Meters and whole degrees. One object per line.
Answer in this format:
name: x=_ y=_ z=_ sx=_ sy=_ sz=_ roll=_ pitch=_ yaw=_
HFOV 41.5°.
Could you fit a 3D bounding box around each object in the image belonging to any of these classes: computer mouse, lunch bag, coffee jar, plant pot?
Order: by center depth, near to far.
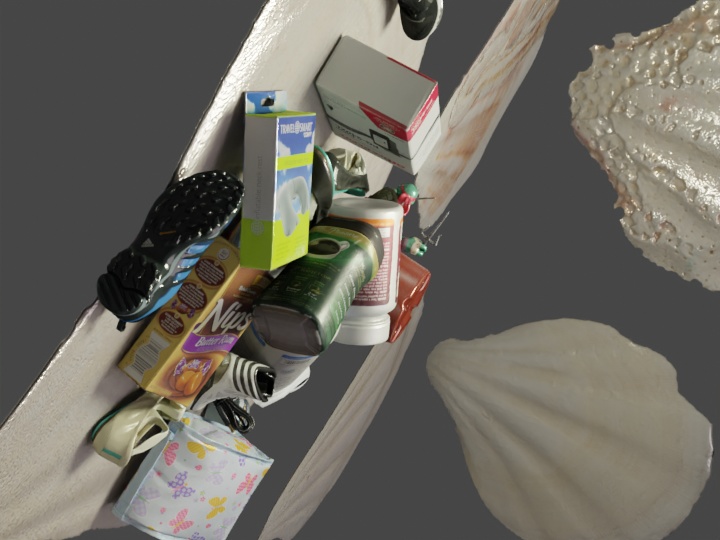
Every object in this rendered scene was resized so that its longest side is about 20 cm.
coffee jar: x=-0.049 y=0.014 z=1.217 sx=0.200 sy=0.104 sz=0.086 roll=-55 pitch=144 yaw=-41
lunch bag: x=-0.257 y=0.305 z=1.412 sx=0.170 sy=0.127 sz=0.200 roll=-60 pitch=144 yaw=-2
computer mouse: x=-0.150 y=0.172 z=1.498 sx=0.200 sy=0.110 sz=0.044 roll=-29 pitch=173 yaw=-43
plant pot: x=0.008 y=0.021 z=1.709 sx=0.201 sy=0.195 sz=0.201 roll=-57 pitch=168 yaw=-20

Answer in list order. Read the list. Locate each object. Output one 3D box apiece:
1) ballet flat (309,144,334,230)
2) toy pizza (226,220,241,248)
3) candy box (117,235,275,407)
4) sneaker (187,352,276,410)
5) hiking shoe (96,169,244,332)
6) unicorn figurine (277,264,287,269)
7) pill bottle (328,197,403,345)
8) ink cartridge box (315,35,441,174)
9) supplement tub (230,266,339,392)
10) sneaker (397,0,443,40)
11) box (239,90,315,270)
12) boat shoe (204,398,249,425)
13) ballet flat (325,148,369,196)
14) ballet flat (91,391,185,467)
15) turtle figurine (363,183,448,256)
ballet flat: x=-0.073 y=-0.090 z=1.267 sx=0.068 sy=0.068 sz=0.200 roll=-47 pitch=164 yaw=-20
toy pizza: x=-0.144 y=-0.045 z=1.294 sx=0.201 sy=0.032 sz=0.200 roll=-59 pitch=168 yaw=-20
candy box: x=-0.196 y=0.065 z=1.174 sx=0.200 sy=0.056 sz=0.117 roll=-55 pitch=157 yaw=-6
sneaker: x=-0.184 y=0.170 z=1.343 sx=0.201 sy=0.115 sz=0.076 roll=125 pitch=-16 yaw=-64
hiking shoe: x=-0.202 y=-0.027 z=1.015 sx=0.200 sy=0.074 sz=0.087 roll=-47 pitch=172 yaw=-19
unicorn figurine: x=-0.071 y=-0.020 z=1.468 sx=0.137 sy=0.200 sz=0.074 roll=-46 pitch=-164 yaw=18
pill bottle: x=0.000 y=0.000 z=1.389 sx=0.114 sy=0.114 sz=0.201 roll=-31 pitch=127 yaw=-68
ink cartridge box: x=0.030 y=-0.225 z=1.330 sx=0.084 sy=0.145 sz=0.200 roll=-60 pitch=169 yaw=-8
supplement tub: x=-0.118 y=0.090 z=1.375 sx=0.132 sy=0.132 sz=0.200 roll=-54 pitch=-176 yaw=-32
sneaker: x=0.066 y=-0.395 z=1.319 sx=0.087 sy=0.076 sz=0.200 roll=-38 pitch=155 yaw=-27
box: x=-0.098 y=-0.110 z=1.127 sx=0.122 sy=0.047 sz=0.201 roll=-30 pitch=126 yaw=-68
boat shoe: x=-0.243 y=0.293 z=1.573 sx=0.201 sy=0.071 sz=0.091 roll=-61 pitch=165 yaw=-10
ballet flat: x=-0.024 y=-0.150 z=1.453 sx=0.200 sy=0.068 sz=0.069 roll=-14 pitch=118 yaw=-76
ballet flat: x=-0.266 y=0.185 z=1.231 sx=0.200 sy=0.069 sz=0.070 roll=-46 pitch=162 yaw=-53
turtle figurine: x=0.041 y=-0.081 z=1.487 sx=0.200 sy=0.101 sz=0.150 roll=-34 pitch=-143 yaw=28
